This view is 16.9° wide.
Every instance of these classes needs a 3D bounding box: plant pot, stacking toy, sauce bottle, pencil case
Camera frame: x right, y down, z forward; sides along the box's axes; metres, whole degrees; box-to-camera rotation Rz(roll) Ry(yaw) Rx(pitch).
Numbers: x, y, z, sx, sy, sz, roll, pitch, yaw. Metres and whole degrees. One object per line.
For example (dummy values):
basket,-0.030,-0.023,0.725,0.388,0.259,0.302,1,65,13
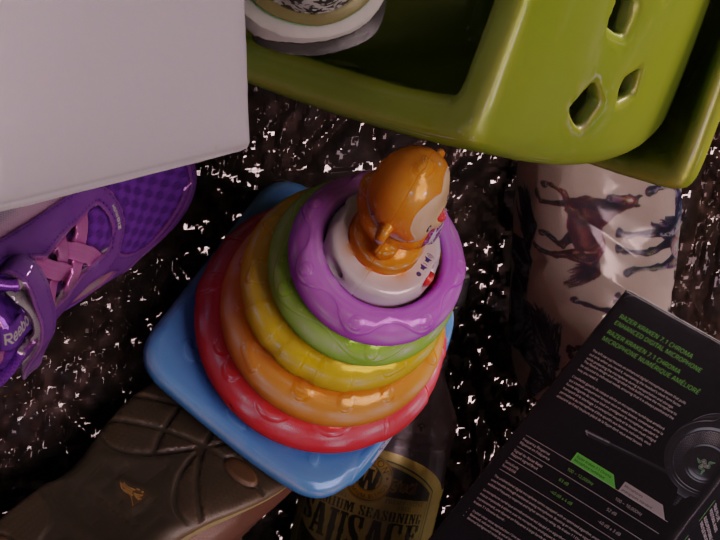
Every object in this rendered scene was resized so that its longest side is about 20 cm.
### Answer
plant pot,0.058,-0.146,0.958,0.181,0.198,0.201,14,96,-48
stacking toy,0.000,0.000,0.941,0.110,0.200,0.116,37,64,0
sauce bottle,0.005,0.093,1.082,0.066,0.066,0.201,4,101,-40
pencil case,0.115,-0.031,1.118,0.089,0.078,0.201,-6,109,-23

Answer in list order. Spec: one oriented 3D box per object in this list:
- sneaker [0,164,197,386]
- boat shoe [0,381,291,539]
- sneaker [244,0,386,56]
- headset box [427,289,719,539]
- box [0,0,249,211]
sneaker,-0.136,0.003,0.917,0.200,0.088,0.081,-29,121,-30
boat shoe,-0.089,0.102,1.012,0.200,0.072,0.068,-37,161,-35
sneaker,-0.018,-0.180,0.832,0.076,0.089,0.201,-9,86,-9
headset box,0.116,0.133,1.059,0.200,0.093,0.174,-50,148,-17
box,-0.125,-0.142,0.830,0.106,0.152,0.201,-16,115,-35
